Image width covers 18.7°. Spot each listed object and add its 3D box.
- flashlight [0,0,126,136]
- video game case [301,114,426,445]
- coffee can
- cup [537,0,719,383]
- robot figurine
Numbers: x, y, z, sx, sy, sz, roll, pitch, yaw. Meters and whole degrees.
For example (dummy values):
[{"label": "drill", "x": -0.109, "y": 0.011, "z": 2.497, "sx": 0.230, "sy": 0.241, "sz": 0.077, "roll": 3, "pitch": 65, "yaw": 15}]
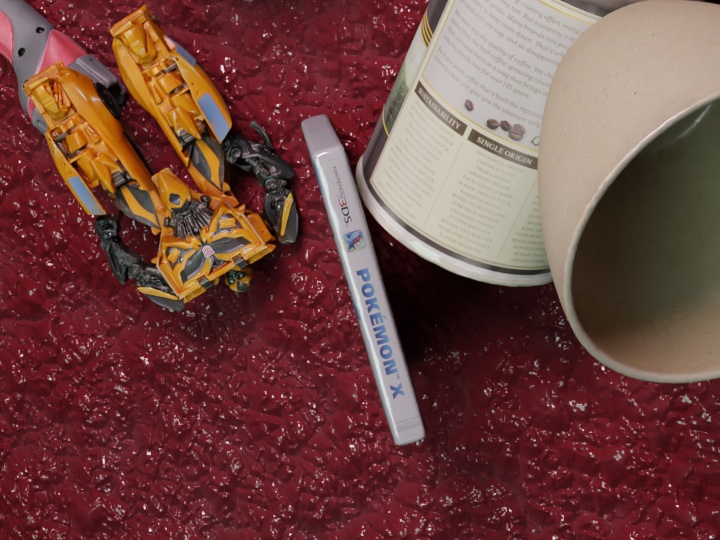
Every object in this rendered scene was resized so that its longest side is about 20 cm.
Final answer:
[{"label": "flashlight", "x": -0.257, "y": -0.166, "z": 1.545, "sx": 0.200, "sy": 0.068, "sz": 0.068, "roll": 38, "pitch": 119, "yaw": 15}, {"label": "video game case", "x": 0.000, "y": 0.000, "z": 1.374, "sx": 0.022, "sy": 0.200, "sz": 0.183, "roll": -16, "pitch": 100, "yaw": 0}, {"label": "coffee can", "x": 0.098, "y": -0.112, "z": 1.280, "sx": 0.146, "sy": 0.146, "sz": 0.200, "roll": 36, "pitch": 123, "yaw": 18}, {"label": "cup", "x": 0.173, "y": -0.061, "z": 1.155, "sx": 0.201, "sy": 0.200, "sz": 0.143, "roll": -66, "pitch": 33, "yaw": 32}, {"label": "robot figurine", "x": -0.132, "y": -0.066, "z": 1.471, "sx": 0.145, "sy": 0.058, "sz": 0.200, "roll": -31, "pitch": 101, "yaw": 11}]
